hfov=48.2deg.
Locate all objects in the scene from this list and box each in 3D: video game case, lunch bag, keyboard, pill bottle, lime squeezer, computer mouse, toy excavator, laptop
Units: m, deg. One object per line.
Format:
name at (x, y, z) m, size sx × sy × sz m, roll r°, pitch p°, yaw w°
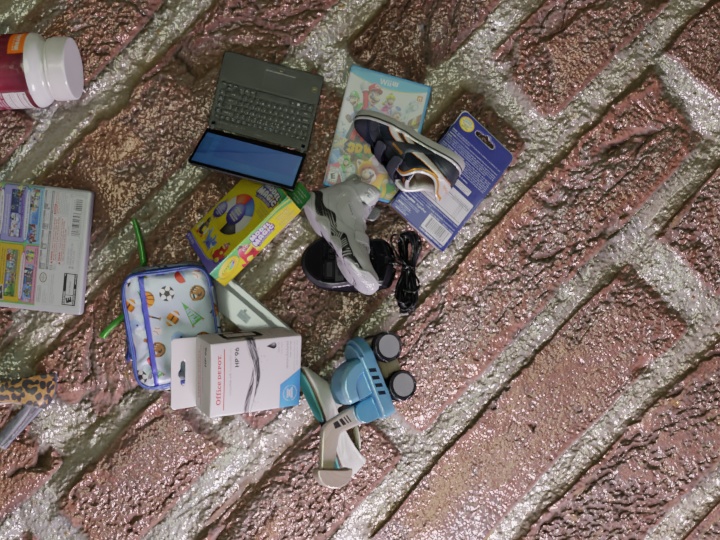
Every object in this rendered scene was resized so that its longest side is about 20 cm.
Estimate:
video game case at (-0.537, -0.038, 1.324) m, size 0.177 × 0.022 × 0.206 m, roll 6°, pitch 91°, yaw -2°
lunch bag at (-0.303, 0.091, 1.288) m, size 0.156 × 0.076 × 0.206 m, roll -7°, pitch 100°, yaw -11°
keyboard at (-0.190, 0.070, 1.343) m, size 0.199 × 0.011 × 0.057 m, roll 41°, pitch 95°, yaw -1°
pill bottle at (-0.551, -0.315, 1.273) m, size 0.194 × 0.114 × 0.117 m, roll -4°, pitch 91°, yaw -1°
lime squeezer at (-0.372, 0.022, 1.329) m, size 0.069 × 0.037 × 0.205 m, roll 16°, pitch 91°, yaw 30°
computer mouse at (0.000, 0.000, 1.318) m, size 0.194 × 0.053 × 0.142 m, roll 5°, pitch 70°, yaw -1°
video game case at (0.028, -0.224, 1.339) m, size 0.140 × 0.018 × 0.205 m, roll 14°, pitch 90°, yaw -1°
toy excavator at (-0.011, 0.216, 1.274) m, size 0.196 × 0.100 × 0.199 m, roll -22°, pitch 89°, yaw -20°
laptop at (-0.164, -0.244, 1.291) m, size 0.173 × 0.103 × 0.205 m, roll 14°, pitch 90°, yaw -2°

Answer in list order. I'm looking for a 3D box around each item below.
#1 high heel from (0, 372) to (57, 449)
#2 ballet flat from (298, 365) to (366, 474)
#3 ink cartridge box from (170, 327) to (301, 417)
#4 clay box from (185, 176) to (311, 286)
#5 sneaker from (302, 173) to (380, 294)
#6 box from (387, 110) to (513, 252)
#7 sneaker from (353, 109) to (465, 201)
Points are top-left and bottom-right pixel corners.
high heel at (-0.597, 0.170, 1.307) m, size 0.200 × 0.071 × 0.143 m, roll 43°, pitch 83°, yaw -4°
ballet flat at (-0.044, 0.242, 1.327) m, size 0.068 × 0.069 × 0.204 m, roll -21°, pitch 95°, yaw -1°
ink cartridge box at (-0.194, 0.160, 1.263) m, size 0.196 × 0.067 × 0.119 m, roll -3°, pitch 99°, yaw -32°
clay box at (-0.180, -0.086, 1.287) m, size 0.200 × 0.048 × 0.115 m, roll -45°, pitch 48°, yaw 2°
sneaker at (-0.002, -0.065, 1.273) m, size 0.113 × 0.076 × 0.202 m, roll -30°, pitch 67°, yaw -12°
box at (0.151, -0.147, 1.329) m, size 0.121 × 0.032 × 0.201 m, roll 39°, pitch 87°, yaw -8°
sneaker at (0.063, -0.182, 1.274) m, size 0.197 × 0.079 × 0.080 m, roll 29°, pitch 78°, yaw 15°
